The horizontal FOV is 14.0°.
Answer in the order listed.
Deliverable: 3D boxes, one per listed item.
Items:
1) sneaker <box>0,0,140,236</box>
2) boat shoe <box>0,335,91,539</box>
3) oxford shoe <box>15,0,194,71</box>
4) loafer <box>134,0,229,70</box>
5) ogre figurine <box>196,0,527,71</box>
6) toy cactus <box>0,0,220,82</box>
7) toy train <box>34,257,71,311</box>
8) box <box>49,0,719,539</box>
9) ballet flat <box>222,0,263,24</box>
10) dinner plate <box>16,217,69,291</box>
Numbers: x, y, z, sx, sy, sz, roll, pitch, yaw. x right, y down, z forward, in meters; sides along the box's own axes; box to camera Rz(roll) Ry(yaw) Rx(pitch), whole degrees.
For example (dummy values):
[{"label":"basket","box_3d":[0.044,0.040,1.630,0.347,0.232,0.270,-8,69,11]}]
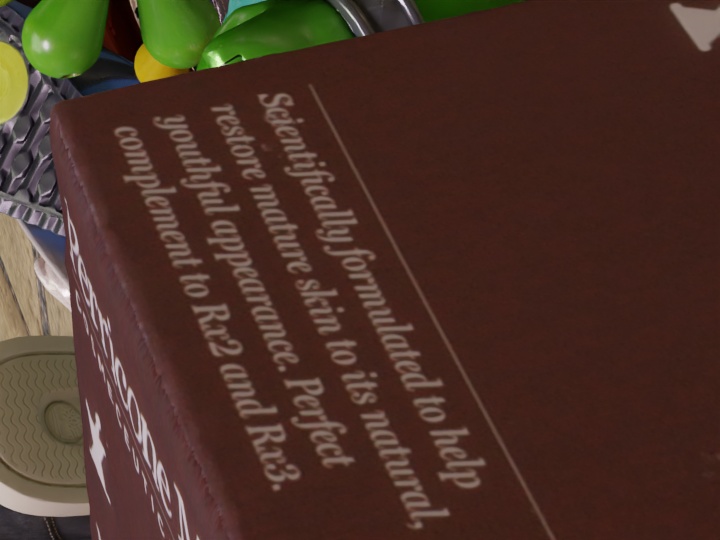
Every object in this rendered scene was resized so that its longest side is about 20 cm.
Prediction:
[{"label":"sneaker","box_3d":[-0.086,-0.043,1.036,0.200,0.078,0.066,31,104,22]},{"label":"boat shoe","box_3d":[-0.049,0.064,0.898,0.068,0.199,0.072,-42,50,41]},{"label":"oxford shoe","box_3d":[-0.120,-0.089,1.091,0.200,0.072,0.071,60,-163,-26]},{"label":"loafer","box_3d":[-0.074,-0.136,1.082,0.072,0.063,0.201,-157,55,-74]},{"label":"ogre figurine","box_3d":[0.004,-0.134,0.642,0.098,0.119,0.201,114,139,-62]},{"label":"toy cactus","box_3d":[-0.059,-0.129,0.920,0.102,0.200,0.165,33,105,20]},{"label":"toy train","box_3d":[-0.087,0.058,1.152,0.150,0.056,0.200,46,-179,8]},{"label":"box","box_3d":[0.042,0.074,0.580,0.166,0.164,0.200,-117,19,-46]},{"label":"ballet flat","box_3d":[0.007,-0.058,0.825,0.200,0.067,0.071,-128,41,-57]},{"label":"dinner plate","box_3d":[-0.052,0.041,1.076,0.200,0.024,0.200,47,180,0]}]
